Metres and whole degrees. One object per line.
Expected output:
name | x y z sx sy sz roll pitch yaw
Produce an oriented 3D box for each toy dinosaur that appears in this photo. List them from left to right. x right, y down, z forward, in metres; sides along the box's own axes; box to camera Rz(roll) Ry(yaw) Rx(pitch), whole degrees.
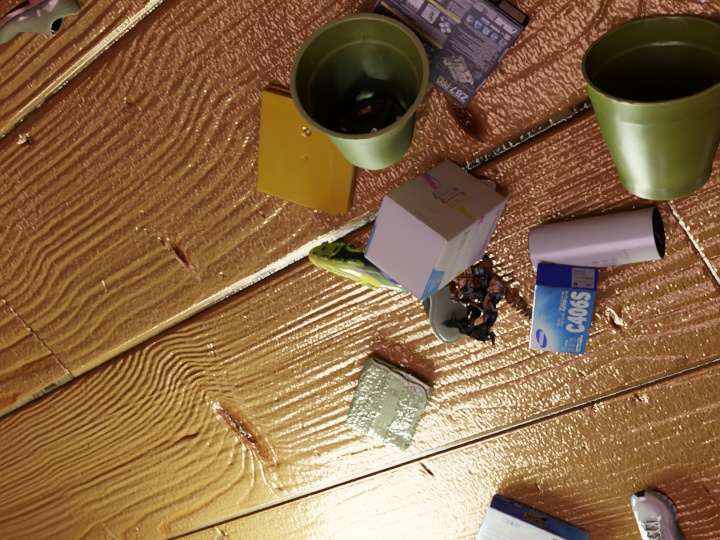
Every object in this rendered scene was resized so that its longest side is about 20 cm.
toy dinosaur | 0.204 0.046 1.666 0.199 0.102 0.137 21 90 1

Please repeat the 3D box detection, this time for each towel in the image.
towel | 0.051 0.261 1.936 0.148 0.037 0.201 25 130 8

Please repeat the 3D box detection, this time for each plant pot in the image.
plant pot | 0.012 -0.244 1.490 0.199 0.201 0.190 16 164 14
plant pot | 0.407 -0.207 1.356 0.199 0.201 0.194 4 137 22

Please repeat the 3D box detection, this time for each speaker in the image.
speaker | 0.365 -0.043 1.545 0.199 0.081 0.082 -9 119 30

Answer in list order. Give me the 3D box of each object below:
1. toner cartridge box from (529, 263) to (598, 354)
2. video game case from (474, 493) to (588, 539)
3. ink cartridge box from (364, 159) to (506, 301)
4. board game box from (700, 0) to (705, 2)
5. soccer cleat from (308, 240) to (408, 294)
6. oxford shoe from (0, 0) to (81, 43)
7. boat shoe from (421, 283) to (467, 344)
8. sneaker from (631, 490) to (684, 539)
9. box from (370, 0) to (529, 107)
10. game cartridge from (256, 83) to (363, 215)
toner cartridge box | 0.324 0.065 1.611 0.094 0.043 0.201 6 147 11
video game case | 0.332 0.554 2.004 0.199 0.046 0.182 22 128 10
ink cartridge box | 0.125 -0.071 1.575 0.125 0.200 0.129 37 133 20
board game box | 0.457 -0.399 1.173 0.034 0.200 0.134 47 128 -11
soccer cleat | 0.000 0.001 1.759 0.199 0.065 0.084 10 131 18
oxford shoe | -0.560 -0.427 1.718 0.199 0.071 0.075 -20 118 35
boat shoe | 0.134 0.036 1.725 0.071 0.061 0.202 -23 123 -8
sneaker | 0.549 0.492 1.833 0.075 0.087 0.201 -17 113 35
box | 0.121 -0.358 1.459 0.199 0.049 0.161 35 129 -2
game cartridge | -0.088 -0.199 1.684 0.175 0.032 0.201 19 131 12
